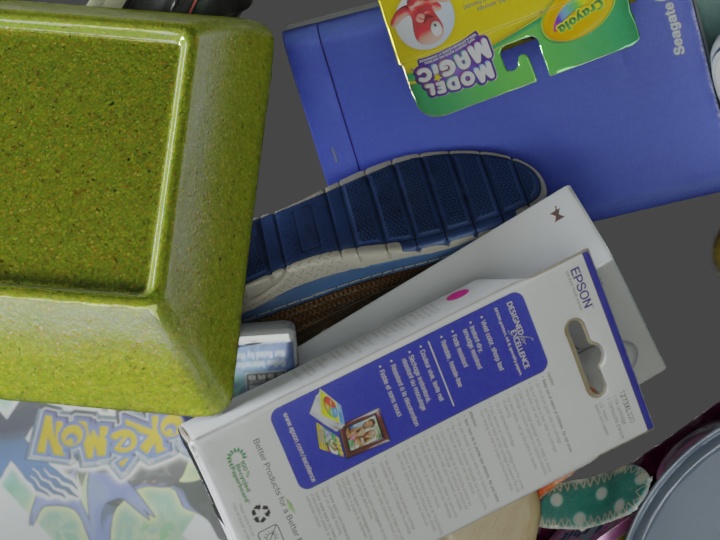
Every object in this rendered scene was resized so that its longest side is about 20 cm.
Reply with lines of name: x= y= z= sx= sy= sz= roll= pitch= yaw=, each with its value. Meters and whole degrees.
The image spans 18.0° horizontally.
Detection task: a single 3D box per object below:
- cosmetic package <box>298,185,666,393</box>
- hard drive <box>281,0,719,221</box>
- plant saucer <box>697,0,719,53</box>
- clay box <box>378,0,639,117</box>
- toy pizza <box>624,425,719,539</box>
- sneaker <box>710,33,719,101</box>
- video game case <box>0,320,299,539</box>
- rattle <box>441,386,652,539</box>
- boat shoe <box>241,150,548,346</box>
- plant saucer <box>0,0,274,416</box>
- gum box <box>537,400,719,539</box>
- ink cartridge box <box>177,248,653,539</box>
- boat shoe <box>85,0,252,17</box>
cosmetic package: x=0.043 y=0.055 z=1.118 sx=0.199 sy=0.151 sz=0.052 roll=-31 pitch=60 yaw=4
hard drive: x=0.075 y=-0.082 z=1.126 sx=0.199 sy=0.025 sz=0.133 roll=-13 pitch=107 yaw=13
plant saucer: x=0.159 y=-0.139 z=1.128 sx=0.199 sy=0.036 sz=0.201 roll=2 pitch=110 yaw=6
clay box: x=0.053 y=-0.178 z=1.077 sx=0.114 sy=0.048 sz=0.201 roll=-19 pitch=81 yaw=12
toy pizza: x=0.223 y=0.158 z=1.143 sx=0.199 sy=0.032 sz=0.202 roll=-1 pitch=103 yaw=-6
sneaker: x=0.220 y=-0.027 z=1.092 sx=0.071 sy=0.073 sz=0.201 roll=-49 pitch=117 yaw=-38
video game case: x=-0.123 y=0.119 z=1.037 sx=0.199 sy=0.022 sz=0.184 roll=-4 pitch=102 yaw=-3
rattle: x=0.052 y=0.151 z=1.159 sx=0.130 sy=0.143 sz=0.200 roll=32 pitch=78 yaw=15
boat shoe: x=0.000 y=0.000 z=1.122 sx=0.199 sy=0.072 sz=0.073 roll=-15 pitch=129 yaw=7
plant saucer: x=-0.146 y=-0.043 z=1.017 sx=0.199 sy=0.048 sz=0.201 roll=5 pitch=66 yaw=2
gum box: x=0.200 y=0.138 z=1.186 sx=0.199 sy=0.066 sz=0.114 roll=-35 pitch=103 yaw=3
ink cartridge box: x=0.027 y=0.071 z=1.021 sx=0.199 sy=0.037 sz=0.095 roll=-25 pitch=107 yaw=-8
boat shoe: x=-0.081 y=-0.149 z=1.107 sx=0.063 sy=0.074 sz=0.202 roll=33 pitch=101 yaw=-15
